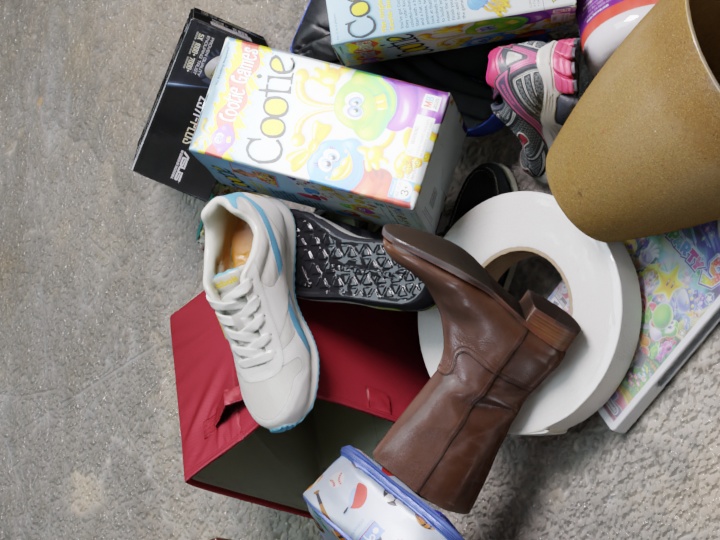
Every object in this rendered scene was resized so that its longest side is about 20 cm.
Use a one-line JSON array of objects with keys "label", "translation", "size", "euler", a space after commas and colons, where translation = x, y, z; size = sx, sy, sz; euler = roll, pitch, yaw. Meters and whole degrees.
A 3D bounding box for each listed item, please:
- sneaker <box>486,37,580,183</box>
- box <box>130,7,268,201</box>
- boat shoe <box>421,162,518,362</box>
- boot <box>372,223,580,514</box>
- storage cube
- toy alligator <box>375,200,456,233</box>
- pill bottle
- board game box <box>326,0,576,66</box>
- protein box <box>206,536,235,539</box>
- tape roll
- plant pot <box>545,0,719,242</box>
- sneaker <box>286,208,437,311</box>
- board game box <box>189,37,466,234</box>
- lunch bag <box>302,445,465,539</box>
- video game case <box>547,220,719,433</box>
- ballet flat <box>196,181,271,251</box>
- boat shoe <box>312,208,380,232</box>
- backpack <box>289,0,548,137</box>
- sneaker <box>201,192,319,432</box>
[{"label": "sneaker", "translation": [0.144, -0.138, 1.571], "size": [0.074, 0.200, 0.081], "euler": [3, 67, 6]}, {"label": "box", "translation": [-0.164, -0.173, 1.923], "size": [0.200, 0.086, 0.165], "euler": [-117, 49, -79]}, {"label": "boat shoe", "translation": [0.089, -0.003, 1.661], "size": [0.074, 0.066, 0.201], "euler": [10, 86, 47]}, {"label": "boot", "translation": [0.052, 0.085, 1.507], "size": [0.201, 0.186, 0.064], "euler": [-57, 6, 17]}, {"label": "storage cube", "translation": [-0.051, 0.095, 1.693], "size": [0.171, 0.199, 0.181], "euler": [-38, 46, 34]}, {"label": "toy alligator", "translation": [0.018, -0.064, 1.772], "size": [0.199, 0.054, 0.060], "euler": [6, 83, 49]}, {"label": "pill bottle", "translation": [0.226, -0.257, 1.556], "size": [0.112, 0.112, 0.201], "euler": [-30, 56, 39]}, {"label": "board game box", "translation": [0.071, -0.242, 1.552], "size": [0.198, 0.103, 0.106], "euler": [-9, 85, 4]}, {"label": "protein box", "translation": [-0.114, 0.337, 1.678], "size": [0.199, 0.198, 0.136], "euler": [-25, 60, 41]}, {"label": "tape roll", "translation": [0.138, 0.037, 1.557], "size": [0.202, 0.037, 0.204], "euler": [-5, 81, 36]}, {"label": "plant pot", "translation": [0.242, -0.109, 1.440], "size": [0.200, 0.186, 0.188], "euler": [-35, 53, 40]}, {"label": "sneaker", "translation": [0.000, 0.000, 1.591], "size": [0.199, 0.083, 0.072], "euler": [18, 93, 30]}, {"label": "board game box", "translation": [-0.025, -0.111, 1.582], "size": [0.199, 0.105, 0.104], "euler": [15, 80, 14]}, {"label": "lunch bag", "translation": [0.044, 0.235, 1.536], "size": [0.160, 0.200, 0.076], "euler": [33, 77, 33]}, {"label": "video game case", "translation": [0.235, 0.012, 1.529], "size": [0.200, 0.018, 0.143], "euler": [-53, 44, 22]}, {"label": "ballet flat", "translation": [-0.108, -0.101, 1.923], "size": [0.064, 0.076, 0.201], "euler": [26, 105, 15]}, {"label": "boat shoe", "translation": [-0.034, -0.022, 1.764], "size": [0.072, 0.066, 0.201], "euler": [46, 138, 9]}, {"label": "backpack", "translation": [0.069, -0.215, 1.686], "size": [0.199, 0.168, 0.163], "euler": [25, 99, 16]}, {"label": "sneaker", "translation": [-0.089, 0.035, 1.545], "size": [0.076, 0.081, 0.201], "euler": [-19, 75, 30]}]
